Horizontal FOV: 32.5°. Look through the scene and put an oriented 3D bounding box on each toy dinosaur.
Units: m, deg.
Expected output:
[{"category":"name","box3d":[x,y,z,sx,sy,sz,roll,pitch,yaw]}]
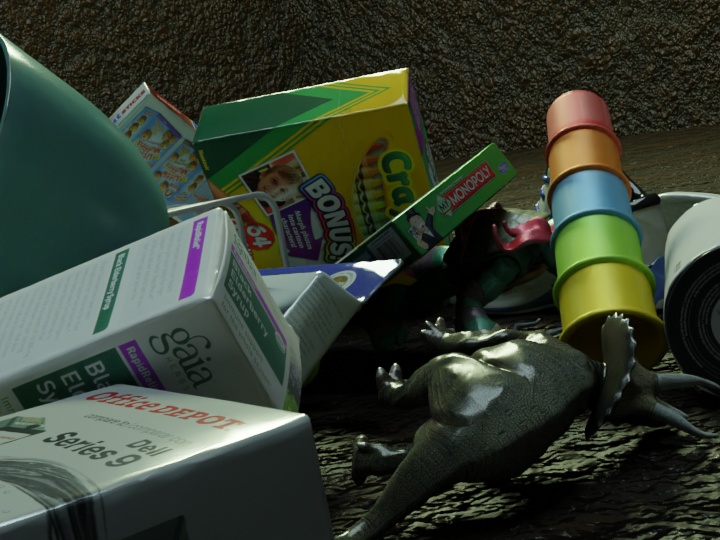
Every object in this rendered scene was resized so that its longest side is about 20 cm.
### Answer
[{"category":"toy dinosaur","box3d":[0.055,0.058,0.526,0.200,0.077,0.102,-13,0,-42]}]

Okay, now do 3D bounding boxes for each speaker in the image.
[{"category":"speaker","box3d":[0.207,0.008,0.679,0.081,0.081,0.200,-8,7,16]}]

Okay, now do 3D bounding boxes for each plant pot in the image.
[{"category":"plant pot","box3d":[-0.225,-0.034,0.813,0.200,0.201,0.161,-3,-24,44]}]

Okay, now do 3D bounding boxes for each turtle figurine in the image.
[{"category":"turtle figurine","box3d":[0.095,0.005,0.815,0.150,0.101,0.200,-16,4,-40]}]

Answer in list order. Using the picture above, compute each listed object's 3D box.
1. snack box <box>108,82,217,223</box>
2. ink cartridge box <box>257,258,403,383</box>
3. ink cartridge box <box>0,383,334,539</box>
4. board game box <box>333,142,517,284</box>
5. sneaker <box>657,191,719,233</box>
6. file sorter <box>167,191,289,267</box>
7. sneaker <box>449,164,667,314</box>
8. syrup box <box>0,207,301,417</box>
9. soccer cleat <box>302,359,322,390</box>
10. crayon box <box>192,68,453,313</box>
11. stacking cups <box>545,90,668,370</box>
[{"category":"snack box","box3d":[-0.133,-0.071,1.045,0.072,0.200,0.024,-43,38,9]},{"category":"ink cartridge box","box3d":[-0.104,0.045,0.670,0.199,0.041,0.200,-4,35,41]},{"category":"ink cartridge box","box3d":[-0.125,0.103,0.389,0.200,0.084,0.146,-15,9,-35]},{"category":"board game box","box3d":[0.000,0.000,0.808,0.200,0.029,0.135,-37,2,41]},{"category":"sneaker","box3d":[0.240,-0.033,0.970,0.200,0.071,0.099,-9,11,42]},{"category":"file sorter","box3d":[-0.165,0.015,0.969,0.200,0.125,0.139,-4,9,43]},{"category":"sneaker","box3d":[0.150,-0.031,0.913,0.080,0.115,0.199,-16,9,-43]},{"category":"syrup box","box3d":[-0.132,0.056,0.545,0.200,0.079,0.081,-21,29,12]},{"category":"soccer cleat","box3d":[-0.113,0.060,0.787,0.200,0.068,0.081,-11,5,19]},{"category":"crayon box","box3d":[-0.021,-0.053,1.012,0.172,0.200,0.058,-8,40,13]},{"category":"stacking cups","box3d":[0.134,-0.033,0.720,0.060,0.061,0.200,-9,48,10]}]
